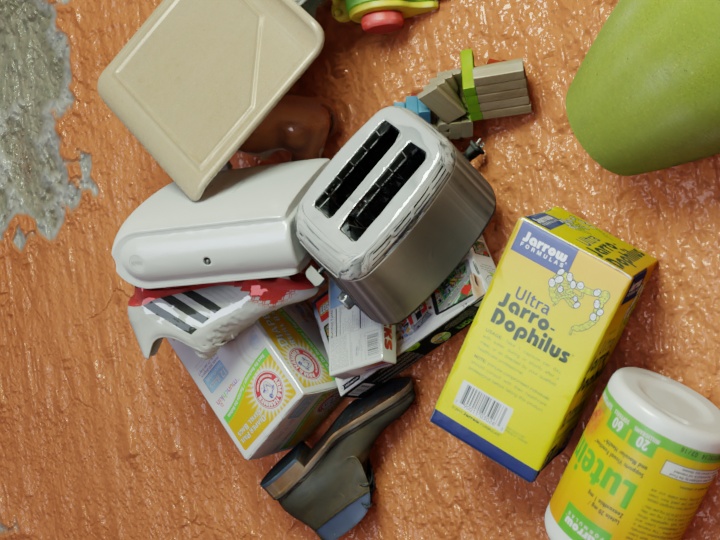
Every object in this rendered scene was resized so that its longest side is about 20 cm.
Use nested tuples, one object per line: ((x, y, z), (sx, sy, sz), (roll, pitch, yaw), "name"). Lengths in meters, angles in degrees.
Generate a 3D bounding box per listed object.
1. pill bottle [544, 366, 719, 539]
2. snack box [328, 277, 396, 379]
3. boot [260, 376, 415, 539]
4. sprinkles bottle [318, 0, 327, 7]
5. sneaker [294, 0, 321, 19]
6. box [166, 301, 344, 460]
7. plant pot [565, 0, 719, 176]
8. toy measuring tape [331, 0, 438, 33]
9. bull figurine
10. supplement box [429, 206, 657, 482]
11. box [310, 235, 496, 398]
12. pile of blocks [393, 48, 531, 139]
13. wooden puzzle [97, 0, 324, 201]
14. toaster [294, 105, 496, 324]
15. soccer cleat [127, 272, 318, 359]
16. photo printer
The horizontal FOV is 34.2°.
((0.223, 0.195, 0.991), (0.110, 0.110, 0.202), (32, 110, 29), "pill bottle")
((0.000, 0.000, 1.139), (0.071, 0.024, 0.203), (-21, 61, 41), "snack box")
((0.000, 0.194, 1.190), (0.199, 0.075, 0.097), (-38, 97, 21), "boot")
((0.006, -0.341, 1.133), (0.199, 0.068, 0.069), (-37, 73, 31), "sprinkles bottle")
((-0.052, -0.286, 1.092), (0.199, 0.070, 0.081), (-33, 83, 42), "sneaker")
((-0.111, 0.079, 1.223), (0.113, 0.101, 0.201), (-47, 68, 28), "box")
((0.261, -0.164, 0.919), (0.200, 0.185, 0.189), (-39, 71, 46), "plant pot")
((0.048, -0.270, 1.108), (0.198, 0.073, 0.075), (-8, 89, 35), "toy measuring tape")
((-0.122, -0.143, 1.194), (0.197, 0.065, 0.123), (9, 126, 6), "bull figurine")
((0.159, 0.061, 1.021), (0.109, 0.109, 0.202), (29, 109, 19), "supplement box")
((0.042, 0.029, 1.138), (0.199, 0.034, 0.111), (-37, 58, 31), "box")
((0.071, -0.160, 1.094), (0.198, 0.082, 0.063), (-24, 50, 30), "pile of blocks")
((-0.143, -0.193, 1.110), (0.201, 0.037, 0.185), (-50, 60, 10), "wooden puzzle")
((0.034, -0.055, 1.041), (0.200, 0.129, 0.114), (-48, 60, 2), "toaster")
((-0.132, 0.041, 1.136), (0.197, 0.069, 0.087), (-6, 97, 13), "soccer cleat")
((-0.130, -0.046, 1.121), (0.197, 0.167, 0.070), (-5, 113, 20), "photo printer")
